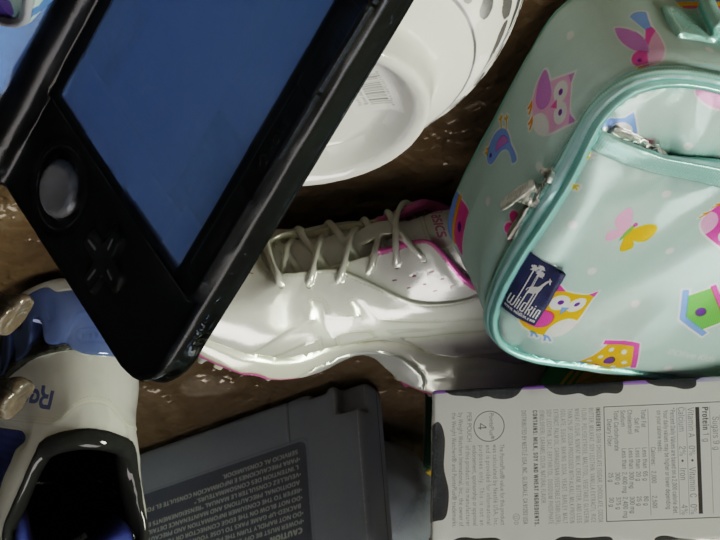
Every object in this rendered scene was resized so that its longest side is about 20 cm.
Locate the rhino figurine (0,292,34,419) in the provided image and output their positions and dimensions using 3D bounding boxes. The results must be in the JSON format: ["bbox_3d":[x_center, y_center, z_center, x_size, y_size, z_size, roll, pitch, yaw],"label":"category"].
[{"bbox_3d":[-0.181,0.006,1.037,0.060,0.087,0.200,-42,162,-28],"label":"rhino figurine"}]

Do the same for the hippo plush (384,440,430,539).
[{"bbox_3d":[0.026,0.172,1.291,0.159,0.161,0.200,-14,145,-53],"label":"hippo plush"}]

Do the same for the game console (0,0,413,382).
[{"bbox_3d":[-0.093,-0.092,0.768,0.116,0.176,0.201,3,130,-43],"label":"game console"}]

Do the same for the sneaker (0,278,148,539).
[{"bbox_3d":[-0.146,0.099,1.162,0.080,0.116,0.200,6,148,-17],"label":"sneaker"}]

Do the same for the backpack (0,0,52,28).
[{"bbox_3d":[-0.101,-0.161,0.639,0.150,0.199,0.179,-34,129,-29],"label":"backpack"}]

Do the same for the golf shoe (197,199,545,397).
[{"bbox_3d":[0.000,0.000,1.080,0.199,0.076,0.092,7,132,-25],"label":"golf shoe"}]

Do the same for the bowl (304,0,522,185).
[{"bbox_3d":[-0.023,-0.091,0.885,0.199,0.095,0.201,-4,150,-2],"label":"bowl"}]

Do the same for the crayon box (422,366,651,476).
[{"bbox_3d":[0.159,0.074,1.200,0.199,0.059,0.172,24,141,-29],"label":"crayon box"}]

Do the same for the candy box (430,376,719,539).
[{"bbox_3d":[0.141,0.101,1.090,0.198,0.072,0.168,-4,161,10],"label":"candy box"}]

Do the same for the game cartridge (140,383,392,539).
[{"bbox_3d":[-0.074,0.144,1.232,0.199,0.134,0.041,-20,149,23],"label":"game cartridge"}]

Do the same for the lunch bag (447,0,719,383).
[{"bbox_3d":[0.142,-0.030,1.011,0.199,0.077,0.161,8,134,-25],"label":"lunch bag"}]
